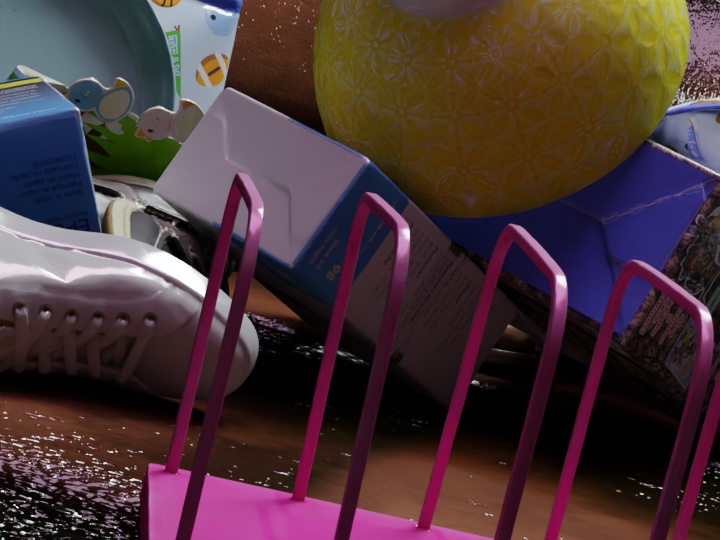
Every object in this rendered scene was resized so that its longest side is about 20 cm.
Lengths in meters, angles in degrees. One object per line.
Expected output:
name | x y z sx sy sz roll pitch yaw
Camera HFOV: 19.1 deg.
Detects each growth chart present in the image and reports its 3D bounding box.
growth chart | -0.174 -0.056 1.192 0.198 0.145 0.018 14 41 -17

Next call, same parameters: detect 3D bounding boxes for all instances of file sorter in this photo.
file sorter | 0.040 0.051 0.682 0.198 0.127 0.139 13 7 -7

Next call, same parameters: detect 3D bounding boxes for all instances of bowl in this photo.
bowl | 0.059 -0.139 1.066 0.199 0.201 0.108 17 -27 30

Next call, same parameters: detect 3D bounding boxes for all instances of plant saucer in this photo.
plant saucer | -0.209 -0.109 1.271 0.198 0.202 0.027 12 -12 -18

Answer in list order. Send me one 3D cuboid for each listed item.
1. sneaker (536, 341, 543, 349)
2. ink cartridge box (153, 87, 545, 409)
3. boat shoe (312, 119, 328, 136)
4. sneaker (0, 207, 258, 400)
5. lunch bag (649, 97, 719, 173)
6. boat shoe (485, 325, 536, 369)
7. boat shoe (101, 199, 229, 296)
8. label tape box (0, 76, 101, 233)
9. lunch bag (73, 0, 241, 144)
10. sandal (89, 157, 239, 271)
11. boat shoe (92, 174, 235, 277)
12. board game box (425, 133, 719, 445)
sneaker | 0.157 0.000 1.353 0.088 0.082 0.200 26 -21 22
ink cartridge box | 0.000 0.000 1.092 0.115 0.067 0.200 28 -10 43
boat shoe | -0.010 -0.038 1.207 0.073 0.064 0.202 -1 -27 0
sneaker | -0.141 0.024 0.895 0.198 0.073 0.085 21 39 -10
lunch bag | 0.270 -0.055 1.292 0.198 0.125 0.169 10 11 31
boat shoe | 0.053 0.009 1.346 0.071 0.069 0.200 12 7 -29
boat shoe | -0.096 0.005 1.044 0.065 0.073 0.201 8 2 -5
label tape box | -0.211 -0.045 1.035 0.142 0.067 0.200 -14 11 -12
lunch bag | -0.199 -0.117 1.362 0.198 0.172 0.124 13 -6 -26
sandal | -0.145 -0.047 1.243 0.198 0.076 0.043 17 40 -17
boat shoe | -0.159 -0.018 1.161 0.198 0.074 0.065 13 22 -20
board game box | 0.138 -0.004 1.147 0.159 0.097 0.200 30 -4 34
